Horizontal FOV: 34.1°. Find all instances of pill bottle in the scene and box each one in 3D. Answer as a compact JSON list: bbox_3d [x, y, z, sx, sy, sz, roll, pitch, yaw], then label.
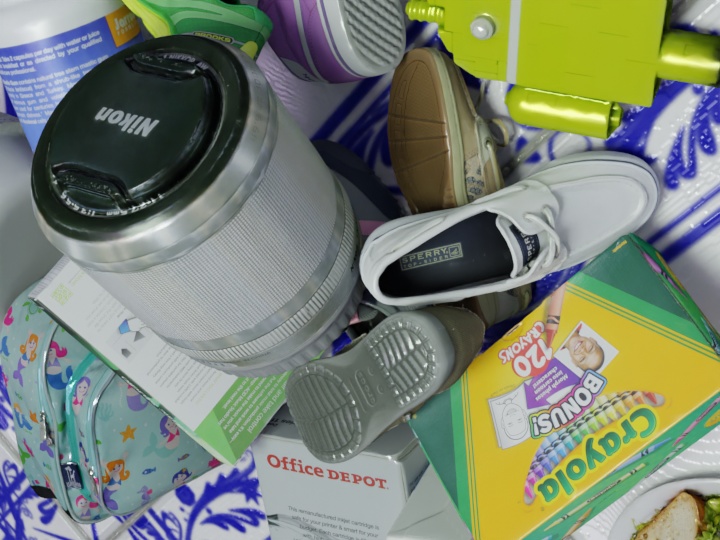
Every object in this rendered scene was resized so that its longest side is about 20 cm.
[{"bbox_3d":[-0.217,-0.159,0.892,0.112,0.112,0.200,0,120,33],"label":"pill bottle"}]

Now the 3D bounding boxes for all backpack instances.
[{"bbox_3d":[-0.196,0.091,0.965,0.150,0.177,0.200,9,115,48],"label":"backpack"}]

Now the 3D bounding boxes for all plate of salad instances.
[{"bbox_3d":[0.264,0.239,0.829,0.200,0.048,0.200,14,119,27],"label":"plate of salad"}]

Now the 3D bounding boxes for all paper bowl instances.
[{"bbox_3d":[-0.306,-0.029,0.969,0.104,0.201,0.201,19,121,25],"label":"paper bowl"}]

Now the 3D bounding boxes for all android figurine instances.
[{"bbox_3d":[0.122,-0.166,0.704,0.200,0.041,0.182,13,131,16],"label":"android figurine"}]

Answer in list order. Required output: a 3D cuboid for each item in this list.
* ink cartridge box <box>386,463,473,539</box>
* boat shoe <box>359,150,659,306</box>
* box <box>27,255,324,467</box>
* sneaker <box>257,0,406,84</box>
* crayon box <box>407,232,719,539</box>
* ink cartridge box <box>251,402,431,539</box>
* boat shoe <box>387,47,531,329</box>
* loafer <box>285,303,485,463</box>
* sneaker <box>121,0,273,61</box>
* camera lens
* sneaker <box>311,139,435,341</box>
[{"bbox_3d":[0.093,0.245,0.890,0.067,0.116,0.200,-2,119,30],"label":"ink cartridge box"},{"bbox_3d":[0.098,-0.018,0.743,0.200,0.065,0.074,-22,106,3],"label":"boat shoe"},{"bbox_3d":[-0.125,0.031,0.885,0.200,0.144,0.036,45,164,-19],"label":"box"},{"bbox_3d":[-0.040,-0.224,0.787,0.114,0.073,0.201,3,103,53],"label":"sneaker"},{"bbox_3d":[0.139,0.087,0.761,0.200,0.058,0.119,-42,57,19],"label":"crayon box"},{"bbox_3d":[0.004,0.207,0.958,0.146,0.083,0.200,6,116,31],"label":"ink cartridge box"},{"bbox_3d":[0.070,-0.057,0.810,0.073,0.063,0.200,15,121,57],"label":"boat shoe"},{"bbox_3d":[0.017,0.076,0.793,0.200,0.070,0.075,-32,78,52],"label":"loafer"},{"bbox_3d":[-0.117,-0.196,0.831,0.084,0.074,0.200,-46,53,9],"label":"sneaker"},{"bbox_3d":[-0.097,-0.037,0.747,0.160,0.160,0.200,9,155,29],"label":"camera lens"},{"bbox_3d":[0.000,0.000,0.860,0.070,0.082,0.200,-28,95,42],"label":"sneaker"}]
